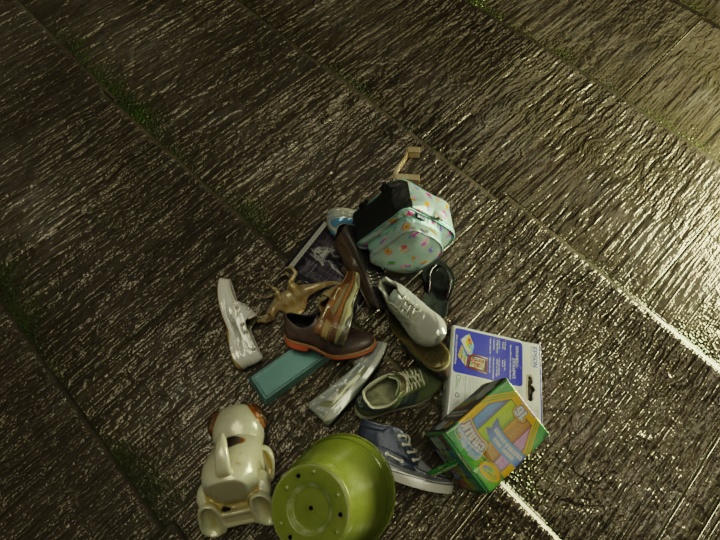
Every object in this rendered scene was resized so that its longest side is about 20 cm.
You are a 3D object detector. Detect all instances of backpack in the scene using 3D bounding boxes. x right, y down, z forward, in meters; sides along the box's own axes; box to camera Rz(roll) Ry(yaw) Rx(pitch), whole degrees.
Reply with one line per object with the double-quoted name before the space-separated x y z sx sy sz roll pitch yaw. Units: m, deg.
"backpack" 0.106 -0.086 1.168 0.198 0.175 0.155 9 55 -42

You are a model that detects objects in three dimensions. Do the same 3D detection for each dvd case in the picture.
"dvd case" -0.052 -0.012 1.228 0.198 0.016 0.149 32 67 13

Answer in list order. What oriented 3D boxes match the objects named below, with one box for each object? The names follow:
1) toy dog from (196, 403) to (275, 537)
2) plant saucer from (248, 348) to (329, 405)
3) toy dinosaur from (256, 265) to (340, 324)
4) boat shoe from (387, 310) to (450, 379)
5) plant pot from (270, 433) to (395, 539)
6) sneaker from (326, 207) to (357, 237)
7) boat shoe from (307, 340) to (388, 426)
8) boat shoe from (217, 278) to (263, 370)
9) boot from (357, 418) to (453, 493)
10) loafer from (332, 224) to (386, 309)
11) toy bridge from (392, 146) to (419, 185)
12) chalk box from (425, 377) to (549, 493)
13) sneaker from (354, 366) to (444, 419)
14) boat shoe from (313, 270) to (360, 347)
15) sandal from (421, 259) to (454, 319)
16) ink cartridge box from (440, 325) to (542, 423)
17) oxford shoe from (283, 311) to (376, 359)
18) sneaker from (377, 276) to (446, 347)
"toy dog" -0.228 0.330 0.961 0.138 0.196 0.201 -20 30 3
"plant saucer" -0.133 0.191 1.121 0.199 0.019 0.070 -34 68 -16
"toy dinosaur" -0.145 0.046 1.186 0.198 0.058 0.102 -28 81 -6
"boat shoe" 0.118 0.149 1.106 0.071 0.067 0.201 -26 38 -13
"plant pot" -0.054 0.379 0.893 0.197 0.193 0.204 -3 76 13
"sneaker" 0.019 -0.111 1.254 0.197 0.072 0.074 -4 83 -11
"boat shoe" -0.019 0.214 1.080 0.064 0.075 0.202 37 75 13
"boat shoe" -0.248 0.104 1.133 0.068 0.071 0.203 -19 73 -1
"boot" 0.082 0.344 1.005 0.197 0.073 0.092 14 78 7
"loafer" 0.000 0.000 1.186 0.073 0.071 0.202 0 61 -52
"toy bridge" 0.113 -0.225 1.336 0.066 0.027 0.203 3 62 2
"chalk box" 0.204 0.305 0.953 0.199 0.125 0.124 -36 81 -17
"sneaker" 0.082 0.232 1.061 0.198 0.090 0.068 -20 63 -11
"boat shoe" -0.046 0.063 1.062 0.073 0.076 0.201 14 33 -1
"sandal" 0.169 0.033 1.159 0.074 0.048 0.202 13 41 0
"ink cartridge box" 0.265 0.228 1.088 0.197 0.047 0.200 14 62 -9
"oxford shoe" -0.065 0.126 1.084 0.197 0.073 0.071 4 34 15
"sneaker" 0.093 0.080 1.067 0.071 0.080 0.200 -49 39 1
